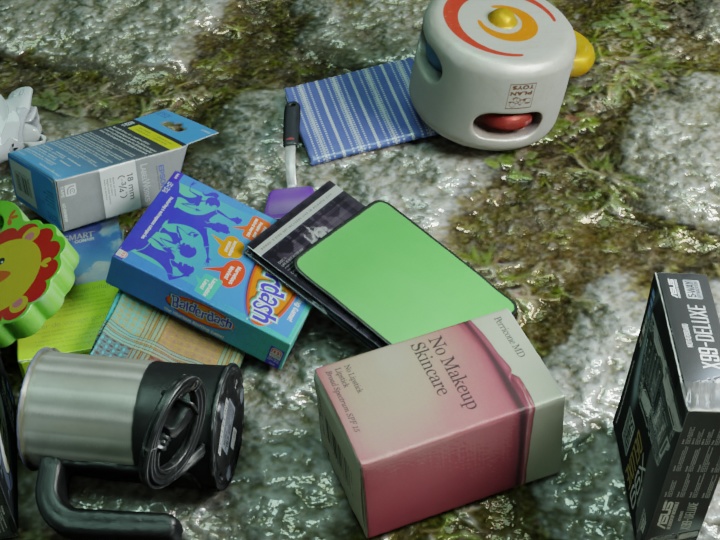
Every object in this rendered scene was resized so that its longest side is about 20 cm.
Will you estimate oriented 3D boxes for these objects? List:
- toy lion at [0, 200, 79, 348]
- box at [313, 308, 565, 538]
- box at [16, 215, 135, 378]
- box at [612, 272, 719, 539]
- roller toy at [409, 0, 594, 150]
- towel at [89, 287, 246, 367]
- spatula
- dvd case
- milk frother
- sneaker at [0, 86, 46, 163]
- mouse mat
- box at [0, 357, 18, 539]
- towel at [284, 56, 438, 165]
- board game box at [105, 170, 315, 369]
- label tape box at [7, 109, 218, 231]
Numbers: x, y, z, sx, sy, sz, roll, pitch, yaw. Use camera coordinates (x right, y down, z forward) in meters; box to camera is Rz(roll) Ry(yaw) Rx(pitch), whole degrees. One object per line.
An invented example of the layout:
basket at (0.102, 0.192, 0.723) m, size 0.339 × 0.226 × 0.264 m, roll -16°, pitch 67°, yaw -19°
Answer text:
toy lion at (-0.379, 0.002, 1.439) m, size 0.190 × 0.069 × 0.201 m, roll -22°, pitch 45°, yaw 11°
box at (0.071, 0.137, 1.280) m, size 0.199 × 0.109 × 0.128 m, roll -17°, pitch 45°, yaw -13°
box at (-0.299, 0.028, 1.464) m, size 0.121 × 0.048 × 0.201 m, roll -10°, pitch 44°, yaw -7°
box at (0.270, 0.128, 1.210) m, size 0.049 × 0.201 × 0.158 m, roll 2°, pitch 44°, yaw -3°
roller toy at (0.156, -0.243, 1.631) m, size 0.199 × 0.140 × 0.183 m, roll 28°, pitch 46°, yaw 16°
towel at (-0.178, 0.045, 1.420) m, size 0.146 × 0.022 × 0.201 m, roll 21°, pitch 42°, yaw -3°
spatula at (-0.080, -0.129, 1.625) m, size 0.056 × 0.021 × 0.201 m, roll -5°, pitch 50°, yaw 6°
dvd case at (0.000, 0.000, 1.445) m, size 0.200 × 0.016 × 0.149 m, roll 37°, pitch 47°, yaw 14°
milk frother at (-0.216, 0.131, 1.243) m, size 0.186 × 0.201 × 0.181 m, roll 4°, pitch 48°, yaw 8°
sneaker at (-0.453, -0.194, 1.693) m, size 0.114 × 0.075 × 0.201 m, roll -18°, pitch 51°, yaw -15°
mouse mat at (0.048, 0.016, 1.432) m, size 0.200 × 0.008 × 0.161 m, roll 40°, pitch 47°, yaw 16°
box at (-0.371, 0.124, 1.259) m, size 0.085 × 0.201 × 0.164 m, roll -10°, pitch 43°, yaw -6°
towel at (0.017, -0.195, 1.700) m, size 0.198 × 0.024 × 0.145 m, roll -14°, pitch 47°, yaw -9°
board game box at (-0.138, -0.004, 1.438) m, size 0.199 × 0.045 × 0.153 m, roll 26°, pitch 44°, yaw 1°
label tape box at (-0.273, -0.115, 1.568) m, size 0.199 × 0.064 × 0.144 m, roll -19°, pitch 27°, yaw -28°
